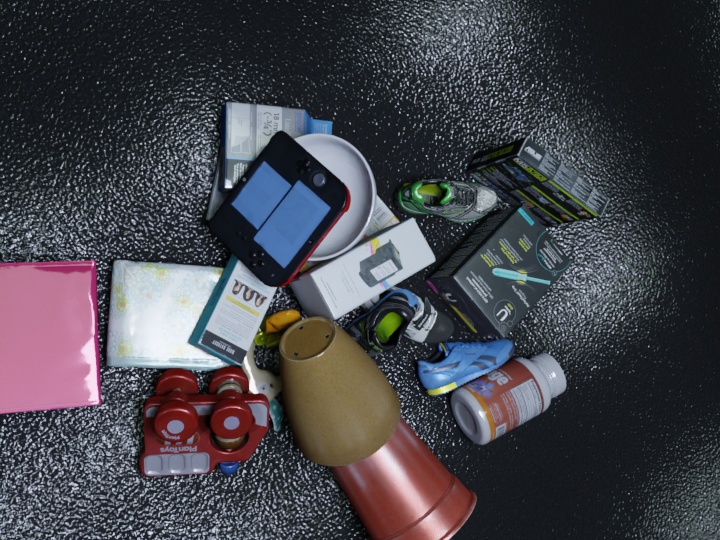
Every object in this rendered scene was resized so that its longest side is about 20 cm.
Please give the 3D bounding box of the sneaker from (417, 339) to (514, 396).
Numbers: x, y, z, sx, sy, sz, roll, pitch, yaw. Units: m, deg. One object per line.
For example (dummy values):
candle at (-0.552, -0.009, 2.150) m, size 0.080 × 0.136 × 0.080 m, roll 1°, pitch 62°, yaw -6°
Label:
sneaker at (0.196, 0.158, 1.415) m, size 0.200 × 0.066 × 0.079 m, roll -22°, pitch 97°, yaw -19°

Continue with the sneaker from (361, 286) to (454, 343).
sneaker at (0.091, 0.079, 1.372) m, size 0.200 × 0.088 × 0.074 m, roll 24°, pitch 78°, yaw -19°

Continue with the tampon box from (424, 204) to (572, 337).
tampon box at (0.252, 0.002, 1.414) m, size 0.200 × 0.126 × 0.150 m, roll -44°, pitch 101°, yaw -16°

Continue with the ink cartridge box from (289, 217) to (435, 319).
ink cartridge box at (0.000, 0.000, 1.256) m, size 0.200 × 0.146 × 0.083 m, roll -30°, pitch 95°, yaw -20°

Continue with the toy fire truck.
toy fire truck at (-0.248, 0.253, 1.220) m, size 0.200 × 0.112 × 0.168 m, roll 1°, pitch 117°, yaw -13°

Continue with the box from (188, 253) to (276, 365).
box at (-0.194, 0.046, 1.243) m, size 0.082 × 0.049 × 0.200 m, roll 32°, pitch 69°, yaw -25°

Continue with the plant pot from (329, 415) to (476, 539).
plant pot at (0.058, 0.359, 1.297) m, size 0.201 × 0.201 × 0.195 m, roll -36°, pitch 91°, yaw -18°

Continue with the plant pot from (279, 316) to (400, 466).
plant pot at (-0.053, 0.174, 1.213) m, size 0.186 × 0.186 × 0.200 m, roll -38°, pitch 131°, yaw -18°

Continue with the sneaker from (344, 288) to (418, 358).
sneaker at (0.022, 0.112, 1.309) m, size 0.071 × 0.083 × 0.200 m, roll 37°, pitch 119°, yaw -12°

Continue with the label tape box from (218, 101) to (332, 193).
label tape box at (-0.135, -0.200, 1.297) m, size 0.200 × 0.063 × 0.145 m, roll 2°, pitch 87°, yaw -20°

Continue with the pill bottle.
pill bottle at (0.276, 0.230, 1.417) m, size 0.200 × 0.112 × 0.112 m, roll -23°, pitch 95°, yaw -20°

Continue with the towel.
towel at (-0.305, 0.075, 1.248) m, size 0.200 × 0.048 × 0.172 m, roll 5°, pitch 82°, yaw -20°

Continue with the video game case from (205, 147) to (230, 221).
video game case at (-0.177, -0.166, 1.323) m, size 0.143 × 0.019 × 0.200 m, roll 13°, pitch 83°, yaw -19°

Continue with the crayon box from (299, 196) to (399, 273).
crayon box at (-0.021, -0.038, 1.355) m, size 0.200 × 0.052 × 0.126 m, roll -45°, pitch 102°, yaw -18°

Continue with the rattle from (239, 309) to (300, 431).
rattle at (-0.135, 0.173, 1.258) m, size 0.130 × 0.143 × 0.200 m, roll 25°, pitch 73°, yaw -32°

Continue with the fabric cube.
fabric cube at (-0.478, 0.096, 1.101) m, size 0.196 × 0.200 × 0.200 m, roll -3°, pitch 86°, yaw -20°

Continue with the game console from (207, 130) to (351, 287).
game console at (-0.127, -0.093, 1.193) m, size 0.177 × 0.031 × 0.200 m, roll 42°, pitch 99°, yaw 16°

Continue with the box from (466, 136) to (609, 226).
box at (0.321, -0.157, 1.413) m, size 0.200 × 0.193 × 0.048 m, roll 33°, pitch 75°, yaw -15°

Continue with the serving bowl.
serving bowl at (-0.063, -0.113, 1.223) m, size 0.200 × 0.066 × 0.200 m, roll -1°, pitch 87°, yaw 18°

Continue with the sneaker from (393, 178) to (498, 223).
sneaker at (0.167, -0.129, 1.412) m, size 0.200 × 0.085 × 0.078 m, roll -2°, pitch 88°, yaw -21°
